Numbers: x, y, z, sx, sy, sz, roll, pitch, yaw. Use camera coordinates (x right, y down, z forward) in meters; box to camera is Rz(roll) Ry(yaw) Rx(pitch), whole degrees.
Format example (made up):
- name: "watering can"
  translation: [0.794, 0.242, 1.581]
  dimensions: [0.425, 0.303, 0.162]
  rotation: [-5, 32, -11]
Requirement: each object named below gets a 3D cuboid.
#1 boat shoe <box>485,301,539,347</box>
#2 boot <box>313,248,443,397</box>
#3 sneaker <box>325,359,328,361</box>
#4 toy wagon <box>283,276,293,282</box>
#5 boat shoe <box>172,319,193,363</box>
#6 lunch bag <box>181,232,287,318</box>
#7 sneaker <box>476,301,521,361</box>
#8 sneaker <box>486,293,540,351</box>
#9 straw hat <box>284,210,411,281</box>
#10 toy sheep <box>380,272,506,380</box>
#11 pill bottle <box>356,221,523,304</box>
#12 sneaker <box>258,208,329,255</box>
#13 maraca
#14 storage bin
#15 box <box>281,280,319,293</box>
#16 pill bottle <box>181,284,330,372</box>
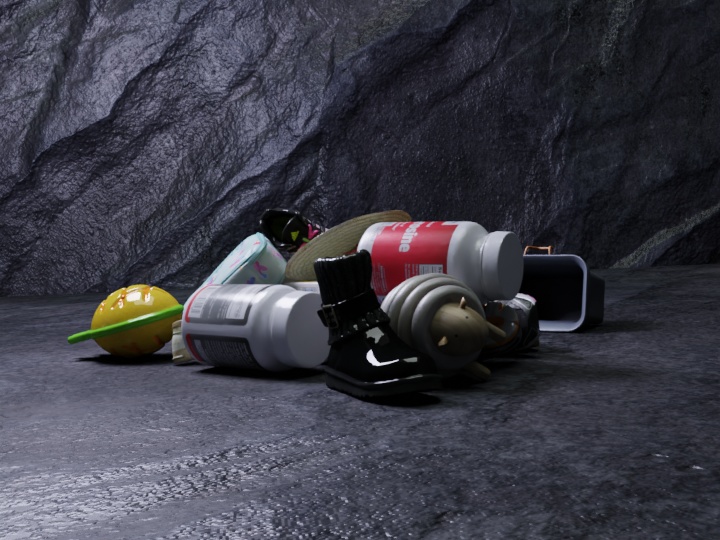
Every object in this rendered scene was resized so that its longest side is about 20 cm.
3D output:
- name: "boat shoe"
  translation: [0.201, 0.078, 1.484]
  dimensions: [0.071, 0.065, 0.199]
  rotation: [-3, 1, -27]
- name: "boot"
  translation: [0.012, 0.056, 1.102]
  dimensions: [0.079, 0.160, 0.210]
  rotation: [-4, 3, -33]
- name: "sneaker"
  translation: [-0.020, 0.081, 1.356]
  dimensions: [0.089, 0.079, 0.199]
  rotation: [-25, 24, -35]
- name: "toy wagon"
  translation: [-0.106, 0.038, 1.676]
  dimensions: [0.154, 0.040, 0.201]
  rotation: [-16, -30, -38]
- name: "boat shoe"
  translation: [-0.176, 0.107, 1.449]
  dimensions: [0.199, 0.064, 0.073]
  rotation: [4, -12, -23]
- name: "lunch bag"
  translation: [-0.207, 0.033, 1.579]
  dimensions: [0.200, 0.077, 0.160]
  rotation: [-44, 16, 2]
- name: "sneaker"
  translation: [0.122, 0.093, 1.320]
  dimensions: [0.198, 0.079, 0.077]
  rotation: [-5, -24, 26]
- name: "sneaker"
  translation: [0.161, 0.086, 1.385]
  dimensions: [0.086, 0.081, 0.199]
  rotation: [-12, -5, -42]
- name: "straw hat"
  translation: [0.000, 0.000, 1.399]
  dimensions: [0.199, 0.086, 0.201]
  rotation: [-24, -17, -7]
- name: "toy sheep"
  translation: [0.087, 0.068, 1.180]
  dimensions: [0.137, 0.140, 0.199]
  rotation: [-4, 1, -27]
- name: "pill bottle"
  translation: [0.103, -0.007, 1.278]
  dimensions: [0.198, 0.114, 0.112]
  rotation: [1, 4, 31]
- name: "sneaker"
  translation: [-0.083, -0.045, 1.555]
  dimensions: [0.199, 0.074, 0.087]
  rotation: [27, 0, 28]
- name: "maraca"
  translation: [-0.358, 0.082, 1.514]
  dimensions: [0.198, 0.108, 0.137]
  rotation: [-14, 0, 32]
- name: "storage bin"
  translation: [0.324, 0.035, 1.711]
  dimensions: [0.198, 0.147, 0.134]
  rotation: [0, -7, 36]
- name: "box"
  translation: [-0.018, 0.067, 1.540]
  dimensions: [0.198, 0.103, 0.112]
  rotation: [-1, 2, 32]
- name: "pill bottle"
  translation: [-0.134, 0.076, 1.314]
  dimensions: [0.199, 0.115, 0.113]
  rotation: [0, 4, 41]
